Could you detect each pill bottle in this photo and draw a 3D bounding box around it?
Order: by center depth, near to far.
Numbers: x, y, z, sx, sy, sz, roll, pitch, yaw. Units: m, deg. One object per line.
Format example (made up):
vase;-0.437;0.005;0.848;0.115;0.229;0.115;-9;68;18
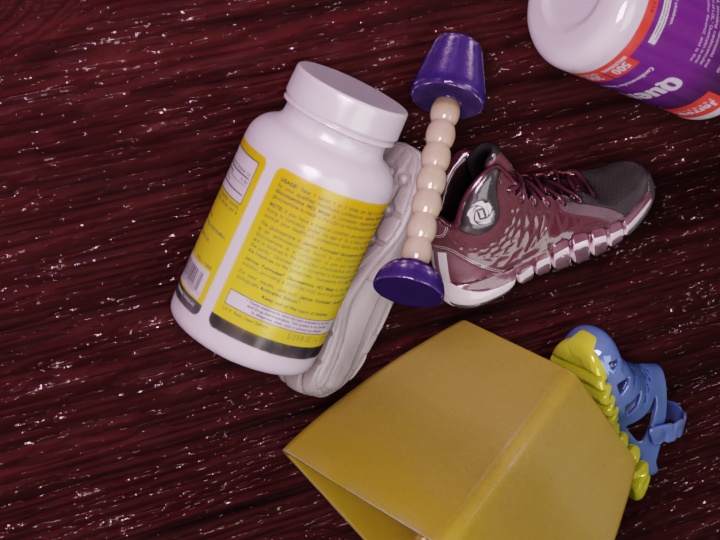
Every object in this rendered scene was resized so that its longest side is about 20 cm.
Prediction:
pill bottle;-0.046;-0.037;1.345;0.112;0.112;0.201;15;108;-38
pill bottle;0.227;-0.180;1.442;0.199;0.112;0.113;16;107;-38

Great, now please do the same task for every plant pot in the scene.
plant pot;0.097;0.160;1.511;0.177;0.200;0.200;-51;132;-13

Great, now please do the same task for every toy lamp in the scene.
toy lamp;0.051;-0.075;1.367;0.058;0.058;0.201;35;59;-41

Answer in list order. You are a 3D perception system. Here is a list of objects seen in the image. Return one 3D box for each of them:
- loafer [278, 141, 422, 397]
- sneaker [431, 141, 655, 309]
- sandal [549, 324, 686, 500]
loafer;0.000;0.000;1.433;0.070;0.070;0.201;14;105;-60
sneaker;0.135;-0.060;1.478;0.199;0.076;0.116;-29;125;-16
sandal;0.222;0.106;1.633;0.087;0.079;0.200;-41;139;-11
